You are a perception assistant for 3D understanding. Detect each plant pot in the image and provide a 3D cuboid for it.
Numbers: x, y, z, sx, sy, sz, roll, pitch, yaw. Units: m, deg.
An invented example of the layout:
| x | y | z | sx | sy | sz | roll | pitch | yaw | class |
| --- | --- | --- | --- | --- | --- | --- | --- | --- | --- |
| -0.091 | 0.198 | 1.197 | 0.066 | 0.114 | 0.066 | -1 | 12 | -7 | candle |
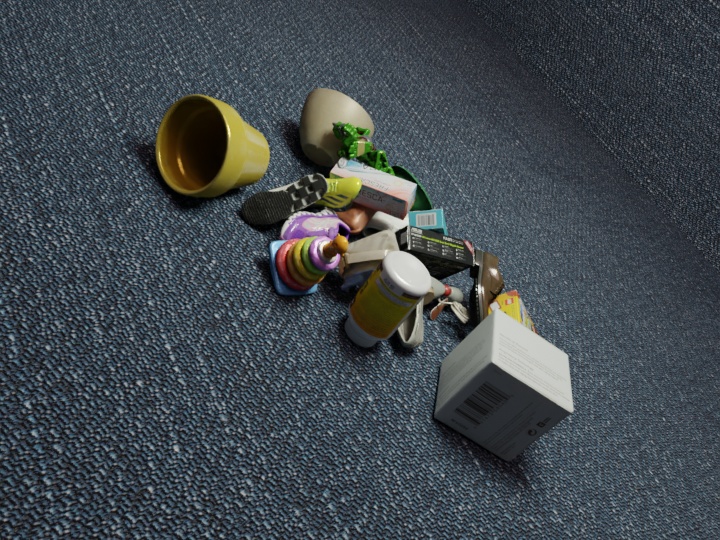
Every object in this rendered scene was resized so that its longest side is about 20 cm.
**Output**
| x | y | z | sx | sy | sz | roll | pitch | yaw | class |
| --- | --- | --- | --- | --- | --- | --- | --- | --- | --- |
| -0.299 | -0.254 | 1.407 | 0.201 | 0.201 | 0.188 | 49 | 21 | 17 | plant pot |
| -0.081 | -0.351 | 1.719 | 0.199 | 0.200 | 0.135 | 31 | 70 | -8 | plant pot |

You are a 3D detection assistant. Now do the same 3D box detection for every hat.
| x | y | z | sx | sy | sz | roll | pitch | yaw | class |
| --- | --- | --- | --- | --- | --- | --- | --- | --- | --- |
| 0.062 | -0.164 | 1.728 | 0.175 | 0.166 | 0.200 | -36 | 72 | -17 | hat |

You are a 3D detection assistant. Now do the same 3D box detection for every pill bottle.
| x | y | z | sx | sy | sz | roll | pitch | yaw | class |
| --- | --- | --- | --- | --- | --- | --- | --- | --- | --- |
| 0.047 | 0.063 | 1.320 | 0.108 | 0.201 | 0.110 | 23 | 37 | -19 | pill bottle |

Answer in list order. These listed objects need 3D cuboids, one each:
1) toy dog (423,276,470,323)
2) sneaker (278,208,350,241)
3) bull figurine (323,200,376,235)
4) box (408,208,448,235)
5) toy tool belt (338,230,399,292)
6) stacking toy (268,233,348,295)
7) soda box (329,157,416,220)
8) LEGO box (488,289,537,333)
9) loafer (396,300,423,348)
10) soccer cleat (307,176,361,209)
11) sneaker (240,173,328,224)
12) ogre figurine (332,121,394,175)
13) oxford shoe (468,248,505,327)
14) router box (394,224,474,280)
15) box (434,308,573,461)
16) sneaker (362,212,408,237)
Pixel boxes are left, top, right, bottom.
| x | y | z | sx | sy | sz | roll | pitch | yaw | class |
| --- | --- | --- | --- | --- | --- | --- | --- | --- | --- |
| 0.154 | 0.061 | 1.536 | 0.199 | 0.096 | 0.133 | 36 | 29 | -28 | toy dog |
| -0.094 | -0.080 | 1.453 | 0.088 | 0.081 | 0.199 | 35 | 31 | 25 | sneaker |
| 0.004 | -0.161 | 1.602 | 0.120 | 0.066 | 0.200 | 19 | 47 | 25 | bull figurine |
| 0.167 | -0.082 | 1.593 | 0.081 | 0.200 | 0.050 | -4 | 70 | 11 | box |
| 0.000 | 0.000 | 1.405 | 0.124 | 0.198 | 0.125 | 70 | 19 | -3 | toy tool belt |
| -0.085 | -0.029 | 1.303 | 0.109 | 0.199 | 0.118 | -3 | 76 | -40 | stacking toy |
| 0.028 | -0.191 | 1.541 | 0.198 | 0.064 | 0.069 | 22 | 49 | 13 | soda box |
| 0.355 | 0.171 | 1.517 | 0.150 | 0.076 | 0.201 | 57 | 26 | -29 | LEGO box |
| 0.101 | 0.064 | 1.413 | 0.070 | 0.069 | 0.203 | 31 | 51 | -68 | loafer |
| -0.082 | -0.184 | 1.510 | 0.084 | 0.199 | 0.065 | 37 | 61 | -37 | soccer cleat |
| -0.163 | -0.151 | 1.453 | 0.089 | 0.198 | 0.075 | -105 | 176 | -86 | sneaker |
| 0.001 | -0.299 | 1.618 | 0.199 | 0.099 | 0.120 | 16 | 17 | -38 | ogre figurine |
| 0.297 | 0.043 | 1.536 | 0.083 | 0.073 | 0.202 | 12 | 61 | -3 | oxford shoe |
| 0.146 | -0.035 | 1.555 | 0.198 | 0.149 | 0.063 | 13 | 66 | -30 | router box |
| 0.286 | 0.232 | 1.337 | 0.199 | 0.199 | 0.172 | 32 | 35 | -10 | box |
| 0.090 | -0.097 | 1.659 | 0.198 | 0.074 | 0.116 | 14 | 41 | -14 | sneaker |
